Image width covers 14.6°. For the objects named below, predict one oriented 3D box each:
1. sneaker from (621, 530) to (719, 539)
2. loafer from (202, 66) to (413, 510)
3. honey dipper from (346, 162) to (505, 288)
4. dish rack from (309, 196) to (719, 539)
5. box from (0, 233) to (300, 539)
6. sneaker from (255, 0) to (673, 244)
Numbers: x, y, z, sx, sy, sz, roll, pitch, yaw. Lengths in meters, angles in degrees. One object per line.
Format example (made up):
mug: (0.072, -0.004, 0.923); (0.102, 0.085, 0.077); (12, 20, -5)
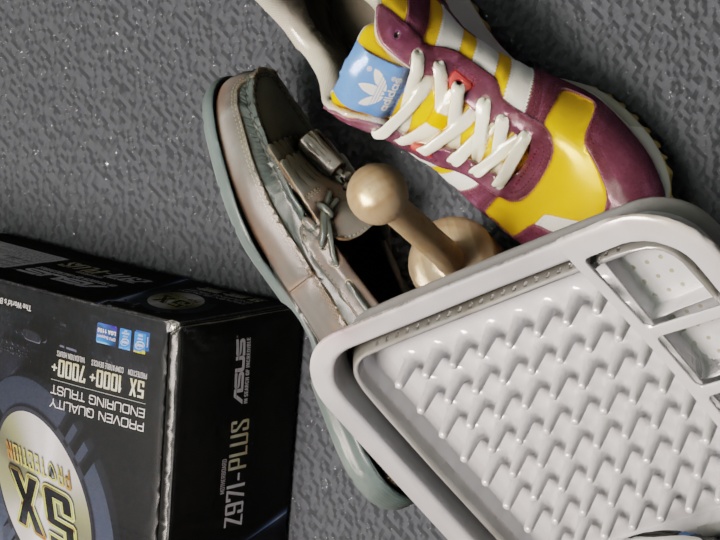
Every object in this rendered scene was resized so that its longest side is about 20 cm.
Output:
sneaker: (0.157, 0.180, 1.064); (0.200, 0.077, 0.076); (48, 124, 17)
loafer: (0.000, 0.000, 1.195); (0.063, 0.072, 0.200); (-25, 88, 31)
honey dipper: (0.025, -0.011, 1.089); (0.038, 0.200, 0.038); (-2, 82, 13)
dish rack: (0.097, 0.050, 1.092); (0.200, 0.044, 0.172); (-23, 119, 38)
box: (-0.134, 0.080, 1.296); (0.200, 0.086, 0.164); (14, 104, 37)
sneaker: (0.036, -0.064, 1.139); (0.200, 0.090, 0.075); (41, 118, 29)
